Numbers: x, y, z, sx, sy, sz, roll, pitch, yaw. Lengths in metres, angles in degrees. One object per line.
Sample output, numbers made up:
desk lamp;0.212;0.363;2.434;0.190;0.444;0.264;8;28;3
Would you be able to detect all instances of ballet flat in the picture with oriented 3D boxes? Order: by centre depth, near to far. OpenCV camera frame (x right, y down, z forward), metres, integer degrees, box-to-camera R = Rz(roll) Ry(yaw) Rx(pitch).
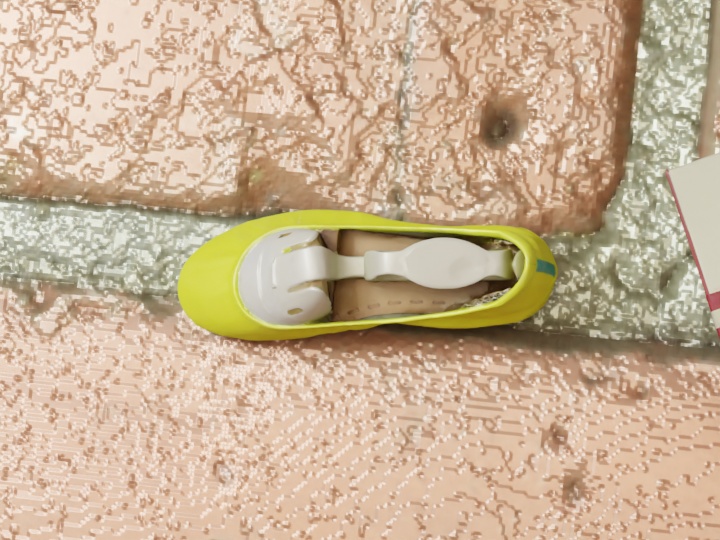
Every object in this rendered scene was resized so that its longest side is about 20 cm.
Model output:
ballet flat;0.000;0.000;1.322;0.199;0.067;0.067;-2;86;8

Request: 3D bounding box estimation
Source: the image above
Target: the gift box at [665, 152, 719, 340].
gift box;0.254;-0.011;1.232;0.186;0.185;0.201;-17;89;8
